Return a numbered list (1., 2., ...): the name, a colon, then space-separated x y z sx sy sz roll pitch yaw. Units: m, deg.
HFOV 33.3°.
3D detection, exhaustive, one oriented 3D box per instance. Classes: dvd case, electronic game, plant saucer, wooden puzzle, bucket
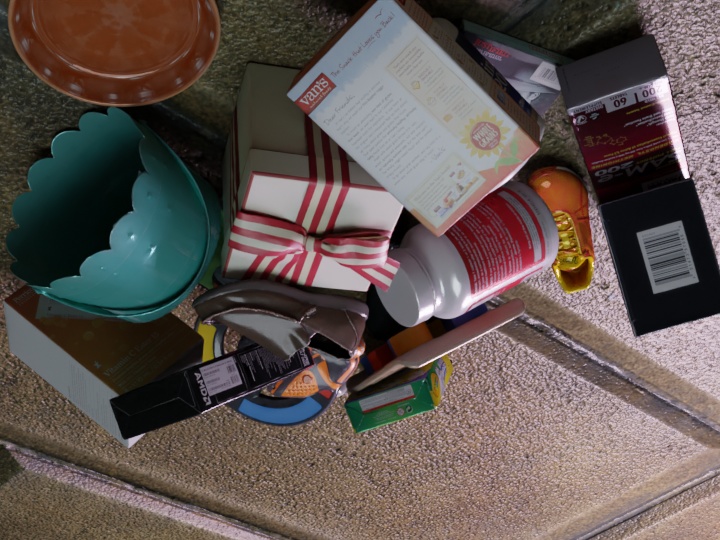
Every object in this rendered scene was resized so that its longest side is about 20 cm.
1. dvd case: 0.121 -0.171 1.300 0.145 0.022 0.200 14 137 -24
2. electronic game: -0.116 0.106 1.489 0.199 0.042 0.201 9 118 17
3. plant saucer: -0.234 -0.241 1.153 0.199 0.032 0.201 -5 142 -4
4. wooden puzzle: 0.085 0.085 1.499 0.185 0.047 0.200 -24 177 -26
5. bucket: -0.253 -0.050 1.258 0.207 0.208 0.135 -30 141 26

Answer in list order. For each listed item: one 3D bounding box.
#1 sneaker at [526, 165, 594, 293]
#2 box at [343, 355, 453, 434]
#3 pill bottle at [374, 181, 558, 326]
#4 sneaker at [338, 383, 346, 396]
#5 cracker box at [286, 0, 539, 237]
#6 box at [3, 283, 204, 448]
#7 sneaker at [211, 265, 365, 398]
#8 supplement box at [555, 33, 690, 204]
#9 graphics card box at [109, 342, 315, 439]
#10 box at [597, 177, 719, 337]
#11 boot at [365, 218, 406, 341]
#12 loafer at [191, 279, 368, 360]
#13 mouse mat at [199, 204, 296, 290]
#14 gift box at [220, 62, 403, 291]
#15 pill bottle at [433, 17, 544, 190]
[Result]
1. sneaker: 0.246 -0.049 1.426 0.073 0.077 0.200 -17 138 14
2. box: 0.056 0.149 1.591 0.117 0.200 0.049 -19 95 14
3. pill bottle: 0.117 -0.015 1.356 0.199 0.112 0.113 -26 149 -27
4. sneaker: -0.084 0.102 1.565 0.081 0.077 0.200 -5 136 22
5. cracker box: 0.050 -0.147 1.107 0.200 0.058 0.134 42 115 -15
6. box: -0.295 0.084 1.387 0.200 0.124 0.098 35 143 18
7. sneaker: -0.103 0.082 1.410 0.199 0.078 0.112 33 114 3
8. supplement box: 0.285 -0.155 1.295 0.108 0.061 0.200 -18 148 13
9. graphics card box: -0.157 0.121 1.299 0.125 0.051 0.200 -21 180 36
10. box: 0.339 -0.013 1.360 0.106 0.149 0.200 -16 176 12
11. boot: 0.000 0.001 1.453 0.162 0.074 0.199 13 138 -20
12. loafer: -0.079 0.057 1.263 0.199 0.071 0.073 8 160 -25
13. mouse mat: -0.170 -0.022 1.410 0.160 0.008 0.200 -10 147 36
14. gift box: -0.050 -0.077 1.258 0.183 0.188 0.201 3 139 -11
15. pill bottle: 0.078 -0.176 1.186 0.200 0.111 0.111 42 123 -18
